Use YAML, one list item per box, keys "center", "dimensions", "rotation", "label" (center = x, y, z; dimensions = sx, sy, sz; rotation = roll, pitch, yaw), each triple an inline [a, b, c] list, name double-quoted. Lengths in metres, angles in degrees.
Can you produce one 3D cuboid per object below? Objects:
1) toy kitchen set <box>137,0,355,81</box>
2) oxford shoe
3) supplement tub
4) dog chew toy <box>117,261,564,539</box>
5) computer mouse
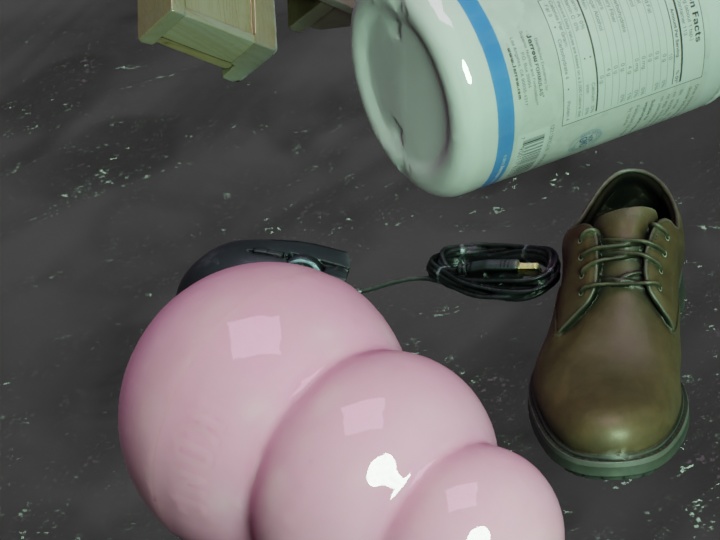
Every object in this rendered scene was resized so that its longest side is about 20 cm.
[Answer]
- center: [-0.106, -0.191, 1.287]
  dimensions: [0.163, 0.180, 0.200]
  rotation: [17, 55, -34]
  label: "toy kitchen set"
- center: [0.112, 0.018, 0.860]
  dimensions: [0.072, 0.085, 0.200]
  rotation: [0, 33, 8]
  label: "oxford shoe"
- center: [0.107, -0.130, 1.063]
  dimensions: [0.200, 0.132, 0.132]
  rotation: [-21, 33, -23]
  label: "supplement tub"
- center: [-0.004, 0.079, 0.752]
  dimensions: [0.200, 0.125, 0.124]
  rotation: [31, 46, 35]
  label: "dog chew toy"
- center: [0.000, 0.000, 0.936]
  dimensions: [0.199, 0.034, 0.059]
  rotation: [-6, 29, 16]
  label: "computer mouse"
